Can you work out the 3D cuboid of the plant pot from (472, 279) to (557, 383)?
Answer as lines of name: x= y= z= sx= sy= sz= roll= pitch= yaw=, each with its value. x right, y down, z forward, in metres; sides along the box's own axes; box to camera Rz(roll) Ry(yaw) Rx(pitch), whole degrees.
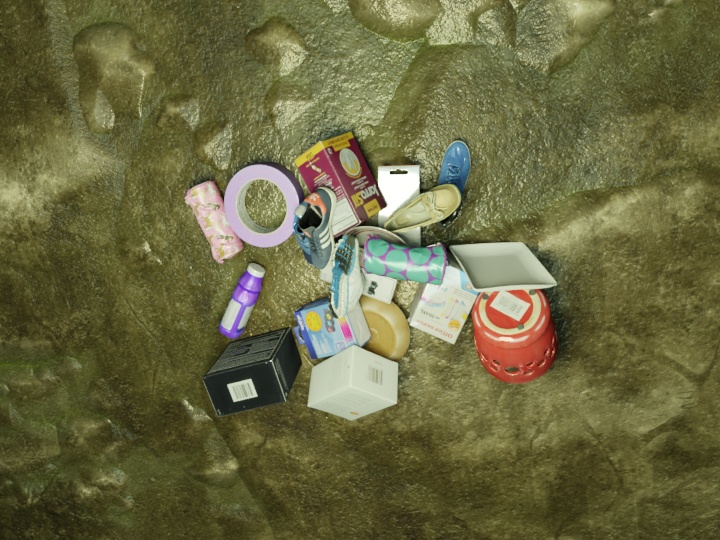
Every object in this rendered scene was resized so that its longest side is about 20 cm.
plant pot: x=0.357 y=0.136 z=1.230 sx=0.195 sy=0.205 sz=0.184 roll=-19 pitch=141 yaw=12

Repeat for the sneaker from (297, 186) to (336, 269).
sneaker: x=-0.106 y=-0.086 z=1.189 sx=0.074 sy=0.084 sz=0.205 roll=22 pitch=124 yaw=30

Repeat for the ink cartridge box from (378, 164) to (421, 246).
ink cartridge box: x=0.097 y=-0.157 z=1.291 sx=0.105 sy=0.050 sz=0.207 roll=0 pitch=105 yaw=8

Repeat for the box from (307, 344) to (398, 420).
box: x=-0.020 y=0.292 z=1.338 sx=0.150 sy=0.109 sz=0.199 roll=26 pitch=142 yaw=-29

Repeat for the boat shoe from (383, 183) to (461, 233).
boat shoe: x=0.139 y=-0.134 z=1.193 sx=0.197 sy=0.063 sz=0.075 roll=-18 pitch=100 yaw=40

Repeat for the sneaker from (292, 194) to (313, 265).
sneaker: x=-0.132 y=-0.088 z=1.296 sx=0.073 sy=0.082 sz=0.204 roll=26 pitch=136 yaw=27

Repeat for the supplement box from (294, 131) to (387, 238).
supplement box: x=-0.045 y=-0.203 z=1.230 sx=0.102 sy=0.130 sz=0.204 roll=-22 pitch=98 yaw=39

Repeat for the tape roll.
tape roll: x=-0.241 y=-0.167 z=1.323 sx=0.193 sy=0.066 sz=0.207 roll=2 pitch=106 yaw=7

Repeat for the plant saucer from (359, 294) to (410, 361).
plant saucer: x=0.033 y=0.165 z=1.372 sx=0.194 sy=0.035 sz=0.206 roll=8 pitch=111 yaw=21

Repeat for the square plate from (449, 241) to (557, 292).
square plate: x=0.322 y=-0.006 z=1.210 sx=0.192 sy=0.202 sz=0.029 roll=-3 pitch=121 yaw=-7

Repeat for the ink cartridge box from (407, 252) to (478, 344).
ink cartridge box: x=0.206 y=0.073 z=1.302 sx=0.125 sy=0.126 sz=0.205 roll=22 pitch=107 yaw=0

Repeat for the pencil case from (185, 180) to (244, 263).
pencil case: x=-0.374 y=-0.125 z=1.343 sx=0.084 sy=0.083 sz=0.204 roll=-21 pitch=103 yaw=13

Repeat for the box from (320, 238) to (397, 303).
box: x=0.000 y=0.000 z=1.308 sx=0.195 sy=0.061 sz=0.118 roll=19 pitch=147 yaw=6

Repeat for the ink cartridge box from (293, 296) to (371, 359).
ink cartridge box: x=-0.084 y=0.146 z=1.361 sx=0.196 sy=0.076 sz=0.140 roll=-17 pitch=97 yaw=35

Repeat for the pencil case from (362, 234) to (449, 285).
pencil case: x=0.102 y=-0.025 z=1.191 sx=0.194 sy=0.085 sz=0.096 roll=8 pitch=89 yaw=15

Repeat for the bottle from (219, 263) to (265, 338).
bottle: x=-0.312 y=0.079 z=1.392 sx=0.064 sy=0.084 sz=0.204 roll=26 pitch=108 yaw=-1

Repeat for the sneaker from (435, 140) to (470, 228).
sneaker: x=0.215 y=-0.200 z=1.230 sx=0.075 sy=0.111 sz=0.205 roll=15 pitch=107 yaw=2

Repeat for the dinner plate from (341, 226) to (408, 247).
dinner plate: x=0.045 y=-0.045 z=1.294 sx=0.195 sy=0.025 sz=0.202 roll=16 pitch=147 yaw=11

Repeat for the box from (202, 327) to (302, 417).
box: x=-0.276 y=0.264 z=1.381 sx=0.194 sy=0.199 sz=0.127 roll=-14 pitch=107 yaw=11

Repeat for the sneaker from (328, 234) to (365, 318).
sneaker: x=-0.022 y=0.010 z=1.230 sx=0.075 sy=0.085 sz=0.205 roll=34 pitch=124 yaw=43
